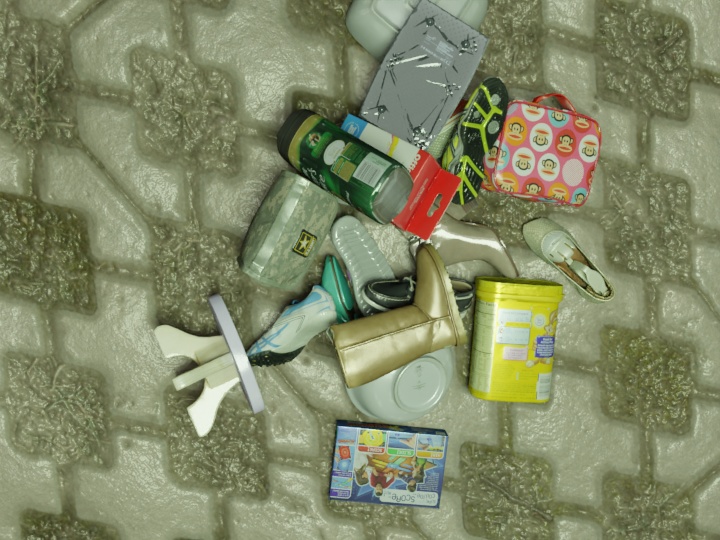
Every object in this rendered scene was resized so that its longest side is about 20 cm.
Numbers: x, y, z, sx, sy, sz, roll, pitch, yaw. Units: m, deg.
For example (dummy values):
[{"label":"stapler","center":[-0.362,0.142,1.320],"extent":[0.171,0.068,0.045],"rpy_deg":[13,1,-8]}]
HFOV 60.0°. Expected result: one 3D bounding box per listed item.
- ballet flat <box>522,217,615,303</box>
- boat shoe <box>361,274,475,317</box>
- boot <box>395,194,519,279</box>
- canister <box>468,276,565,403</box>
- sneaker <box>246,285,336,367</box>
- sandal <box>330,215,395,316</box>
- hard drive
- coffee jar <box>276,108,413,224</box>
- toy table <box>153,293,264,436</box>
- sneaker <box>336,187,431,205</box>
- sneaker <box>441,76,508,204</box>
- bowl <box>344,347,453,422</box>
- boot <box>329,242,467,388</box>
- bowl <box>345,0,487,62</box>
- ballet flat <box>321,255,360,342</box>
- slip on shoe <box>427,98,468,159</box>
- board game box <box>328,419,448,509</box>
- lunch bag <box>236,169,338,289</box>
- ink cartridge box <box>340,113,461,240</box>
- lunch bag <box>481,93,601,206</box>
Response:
[{"label":"ballet flat","center":[0.366,-0.020,1.076],"extent":[0.200,0.062,0.068],"rpy_deg":[41,91,-6]},{"label":"boat shoe","center":[0.099,0.036,1.032],"extent":[0.198,0.074,0.061],"rpy_deg":[10,126,-19]},{"label":"boot","center":[0.158,-0.038,1.056],"extent":[0.145,0.070,0.201],"rpy_deg":[-33,87,-3]},{"label":"canister","center":[0.262,0.118,1.070],"extent":[0.147,0.087,0.203],"rpy_deg":[4,96,-4]},{"label":"sneaker","center":[-0.119,0.099,1.043],"extent":[0.199,0.073,0.072],"rpy_deg":[-37,141,23]},{"label":"sandal","center":[0.006,-0.003,1.061],"extent":[0.082,0.050,0.204],"rpy_deg":[-29,112,-21]},{"label":"hard drive","center":[0.097,-0.299,0.972],"extent":[0.134,0.042,0.201],"rpy_deg":[29,98,-4]},{"label":"coffee jar","center":[-0.026,-0.152,0.896],"extent":[0.199,0.104,0.086],"rpy_deg":[36,91,26]},{"label":"toy table","center":[-0.244,0.154,1.006],"extent":[0.116,0.184,0.202],"rpy_deg":[-23,77,-17]},{"label":"sneaker","center":[0.038,-0.135,1.043],"extent":[0.198,0.082,0.075],"rpy_deg":[3,80,20]},{"label":"sneaker","center":[0.168,-0.210,0.988],"extent":[0.075,0.077,0.202],"rpy_deg":[7,115,-27]},{"label":"bowl","center":[0.080,0.172,1.027],"extent":[0.199,0.090,0.204],"rpy_deg":[-8,109,-23]},{"label":"boot","center":[0.048,0.066,0.955],"extent":[0.198,0.066,0.177],"rpy_deg":[-17,79,-6]},{"label":"bowl","center":[0.096,-0.429,1.017],"extent":[0.199,0.075,0.200],"rpy_deg":[37,91,-5]},{"label":"ballet flat","center":[-0.035,0.077,1.058],"extent":[0.070,0.067,0.202],"rpy_deg":[-24,95,11]},{"label":"slip on shoe","center":[0.107,-0.224,1.046],"extent":[0.198,0.074,0.062],"rpy_deg":[-27,53,7]},{"label":"board game box","center":[0.048,0.343,1.100],"extent":[0.197,0.034,0.137],"rpy_deg":[7,95,-4]},{"label":"lunch bag","center":[-0.115,-0.061,0.972],"extent":[0.117,0.200,0.165],"rpy_deg":[29,92,-5]},{"label":"ink cartridge box","center":[0.041,-0.143,0.960],"extent":[0.199,0.067,0.117],"rpy_deg":[31,92,24]},{"label":"lunch bag","center":[0.298,-0.204,1.029],"extent":[0.198,0.082,0.178],"rpy_deg":[9,96,-19]}]
